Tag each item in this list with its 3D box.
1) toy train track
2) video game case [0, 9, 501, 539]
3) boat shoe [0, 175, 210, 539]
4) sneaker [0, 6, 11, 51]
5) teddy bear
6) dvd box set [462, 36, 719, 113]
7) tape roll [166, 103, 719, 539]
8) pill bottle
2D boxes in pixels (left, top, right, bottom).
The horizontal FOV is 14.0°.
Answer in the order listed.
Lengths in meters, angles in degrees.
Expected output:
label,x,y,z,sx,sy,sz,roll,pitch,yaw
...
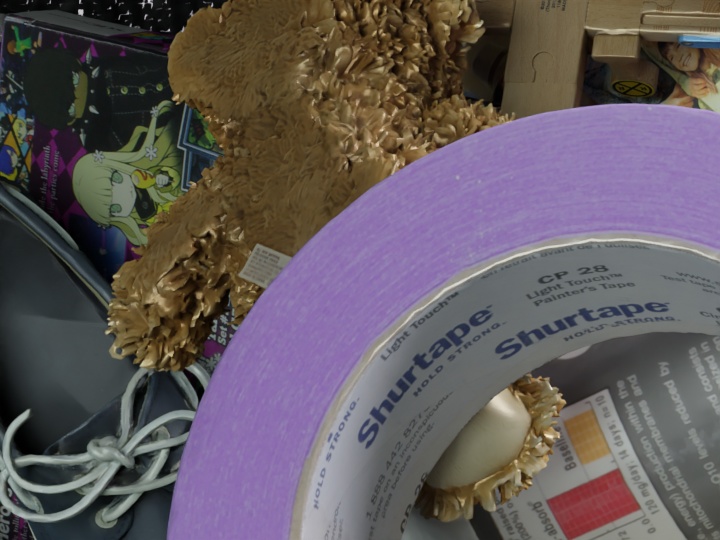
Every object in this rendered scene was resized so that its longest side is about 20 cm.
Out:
label,x,y,z,sx,sy,sz,roll,pitch,yaw
toy train track,0.102,-0.075,0.874,0.199,0.033,0.116,4,73,21
video game case,-0.046,0.028,0.961,0.180,0.036,0.201,13,105,29
boat shoe,-0.081,0.050,0.918,0.075,0.062,0.201,-29,75,-6
sneaker,-0.196,-0.021,0.994,0.199,0.076,0.088,-19,85,-17
teddy bear,0.000,0.000,0.810,0.145,0.067,0.200,-42,42,9
dvd box set,0.079,-0.056,0.920,0.200,0.029,0.147,38,105,25
tape roll,0.059,0.067,0.663,0.199,0.066,0.201,-8,67,18
pill bottle,0.080,0.043,0.831,0.199,0.116,0.117,-26,75,21
